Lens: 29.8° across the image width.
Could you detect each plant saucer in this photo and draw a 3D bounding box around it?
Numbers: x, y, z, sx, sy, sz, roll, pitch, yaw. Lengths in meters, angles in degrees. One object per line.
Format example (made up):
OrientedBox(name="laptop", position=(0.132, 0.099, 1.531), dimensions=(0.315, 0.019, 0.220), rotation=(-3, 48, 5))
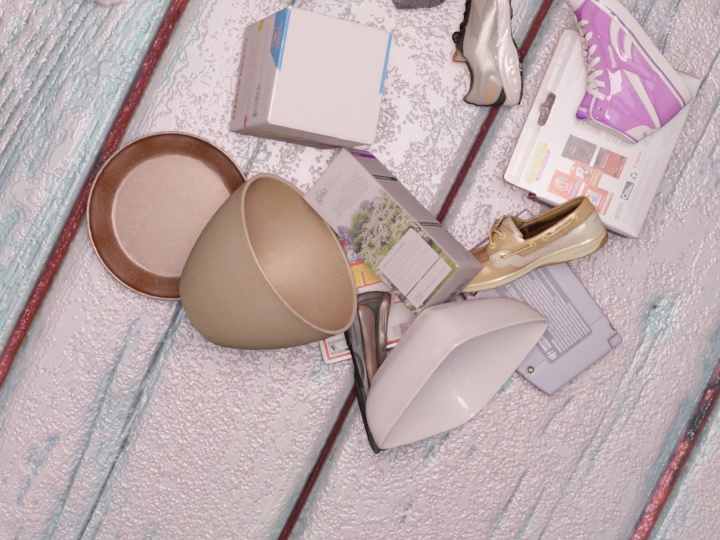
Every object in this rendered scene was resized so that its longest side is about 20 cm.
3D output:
OrientedBox(name="plant saucer", position=(-0.225, -0.065, 1.615), dimensions=(0.200, 0.037, 0.201), rotation=(0, 94, -2))

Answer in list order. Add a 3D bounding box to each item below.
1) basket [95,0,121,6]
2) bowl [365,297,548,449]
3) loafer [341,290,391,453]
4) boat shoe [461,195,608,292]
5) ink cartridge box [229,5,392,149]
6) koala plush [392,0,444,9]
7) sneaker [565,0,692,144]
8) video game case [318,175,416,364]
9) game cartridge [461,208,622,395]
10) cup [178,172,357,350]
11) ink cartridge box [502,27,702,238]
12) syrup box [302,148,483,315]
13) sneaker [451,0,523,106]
OrientedBox(name="basket", position=(-0.275, -0.427, 1.516), dimensions=(0.200, 0.198, 0.161), rotation=(-38, 89, 1))
OrientedBox(name="bowl", position=(0.100, 0.106, 1.551), dimensions=(0.075, 0.199, 0.200), rotation=(50, 125, 26))
OrientedBox(name="loafer", position=(0.023, 0.121, 1.605), dimensions=(0.063, 0.072, 0.201), rotation=(-13, 107, -7))
OrientedBox(name="boat shoe", position=(0.181, -0.033, 1.561), dimensions=(0.200, 0.074, 0.067), rotation=(-20, 113, 10))
OrientedBox(name="ink cartridge box", position=(-0.064, -0.212, 1.539), dimensions=(0.125, 0.200, 0.129), rotation=(10, 90, -19))
OrientedBox(name="koala plush", position=(-0.004, -0.396, 1.546), dimensions=(0.199, 0.184, 0.178), rotation=(2, 93, 10))
OrientedBox(name="sneaker", position=(0.269, -0.232, 1.522), dimensions=(0.114, 0.073, 0.201), rotation=(-40, 91, 4))
OrientedBox(name="video game case", position=(0.000, 0.000, 1.634), dimensions=(0.143, 0.017, 0.201), rotation=(-15, 94, -1))
OrientedBox(name="game cartridge", position=(0.206, 0.043, 1.634), dimensions=(0.133, 0.040, 0.200), rotation=(-36, 93, -3))
OrientedBox(name="cup", position=(-0.120, 0.012, 1.528), dimensions=(0.143, 0.200, 0.201), rotation=(-30, 94, 25))
OrientedBox(name="ink cartridge box", position=(0.278, -0.162, 1.600), dimensions=(0.175, 0.084, 0.200), rotation=(23, 92, -1))
OrientedBox(name="syrup box", position=(0.036, -0.045, 1.545), dimensions=(0.200, 0.081, 0.079), rotation=(47, 109, 18))
OrientedBox(name="sneaker", position=(0.142, -0.290, 1.596), dimensions=(0.079, 0.074, 0.201), rotation=(-9, 94, 4))
